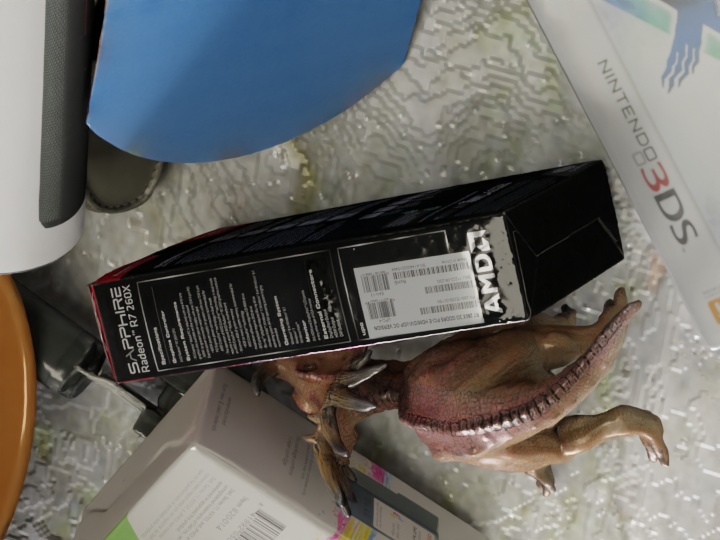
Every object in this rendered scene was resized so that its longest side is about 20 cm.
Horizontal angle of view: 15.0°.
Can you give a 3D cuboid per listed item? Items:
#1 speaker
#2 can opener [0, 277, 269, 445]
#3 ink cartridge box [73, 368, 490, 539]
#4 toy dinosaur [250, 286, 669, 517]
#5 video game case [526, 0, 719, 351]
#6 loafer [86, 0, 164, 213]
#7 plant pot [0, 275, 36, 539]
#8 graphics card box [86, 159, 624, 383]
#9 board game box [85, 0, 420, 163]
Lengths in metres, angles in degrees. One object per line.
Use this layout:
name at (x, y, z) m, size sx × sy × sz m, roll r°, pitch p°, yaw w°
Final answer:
speaker at (-0.149, -0.101, 1.122) m, size 0.081 × 0.081 × 0.200 m, roll 19°, pitch 127°, yaw 16°
can opener at (-0.135, 0.031, 1.300) m, size 0.200 × 0.053 × 0.067 m, roll 31°, pitch 83°, yaw 9°
ink cartridge box at (-0.021, 0.146, 1.255) m, size 0.200 × 0.067 × 0.117 m, roll 34°, pitch 120°, yaw -14°
toy dinosaur at (0.044, 0.057, 1.165) m, size 0.200 × 0.135 × 0.086 m, roll 164°, pitch 101°, yaw -64°
video game case at (0.189, -0.082, 1.127) m, size 0.200 × 0.022 × 0.183 m, roll -25°, pitch 97°, yaw 28°
loafer at (-0.106, -0.097, 1.195) m, size 0.070 × 0.070 × 0.200 m, roll 46°, pitch 151°, yaw 36°
plant pot at (-0.261, 0.063, 1.228) m, size 0.140 × 0.200 × 0.201 m, roll 6°, pitch 111°, yaw 33°
graphics card box at (0.000, 0.000, 1.179) m, size 0.200 × 0.125 × 0.051 m, roll -11°, pitch 97°, yaw 25°
board game box at (-0.044, -0.132, 1.137) m, size 0.039 × 0.158 × 0.200 m, roll 54°, pitch 146°, yaw 34°
